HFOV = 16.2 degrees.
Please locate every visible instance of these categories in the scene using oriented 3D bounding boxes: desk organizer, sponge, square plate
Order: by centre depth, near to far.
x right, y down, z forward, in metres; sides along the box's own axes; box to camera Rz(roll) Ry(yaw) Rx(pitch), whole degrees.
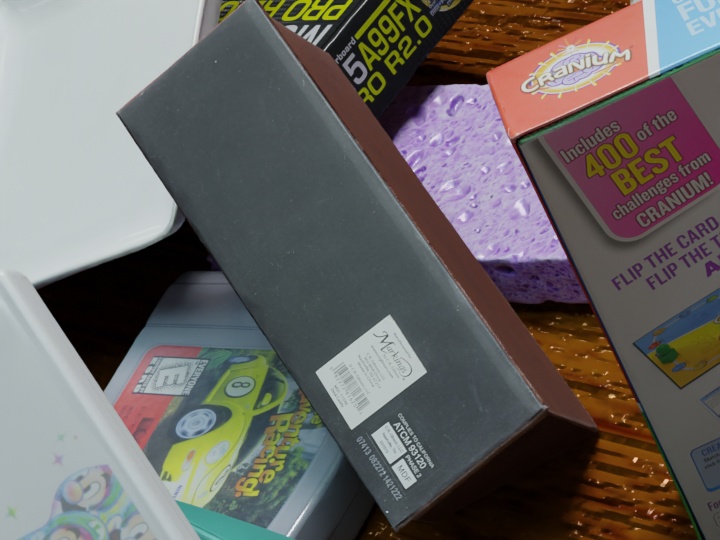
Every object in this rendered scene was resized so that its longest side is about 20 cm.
[{"bbox_3d":[0.000,0.000,0.957,0.072,0.077,0.200,-39,68,12],"label":"desk organizer"},{"bbox_3d":[0.039,-0.034,1.070,0.199,0.030,0.112,1,45,34],"label":"sponge"},{"bbox_3d":[-0.124,-0.073,1.118,0.198,0.028,0.201,-21,52,43],"label":"square plate"}]

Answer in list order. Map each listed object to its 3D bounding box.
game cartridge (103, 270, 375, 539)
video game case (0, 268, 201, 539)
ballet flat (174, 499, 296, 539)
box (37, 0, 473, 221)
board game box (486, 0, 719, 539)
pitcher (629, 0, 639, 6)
[{"bbox_3d":[-0.053,0.076,0.998,0.133,0.041,0.200,3,47,30],"label":"game cartridge"},{"bbox_3d":[-0.135,0.132,0.863,0.182,0.024,0.200,-38,75,11],"label":"video game case"},{"bbox_3d":[-0.003,0.133,0.864,0.199,0.068,0.073,13,90,25],"label":"ballet flat"},{"bbox_3d":[-0.055,-0.094,1.152,0.160,0.044,0.200,-51,30,-21],"label":"box"},{"bbox_3d":[0.147,-0.012,0.832,0.153,0.200,0.040,-24,37,5],"label":"board game box"},{"bbox_3d":[0.192,-0.048,0.933,0.200,0.121,0.172,-11,60,39],"label":"pitcher"}]
